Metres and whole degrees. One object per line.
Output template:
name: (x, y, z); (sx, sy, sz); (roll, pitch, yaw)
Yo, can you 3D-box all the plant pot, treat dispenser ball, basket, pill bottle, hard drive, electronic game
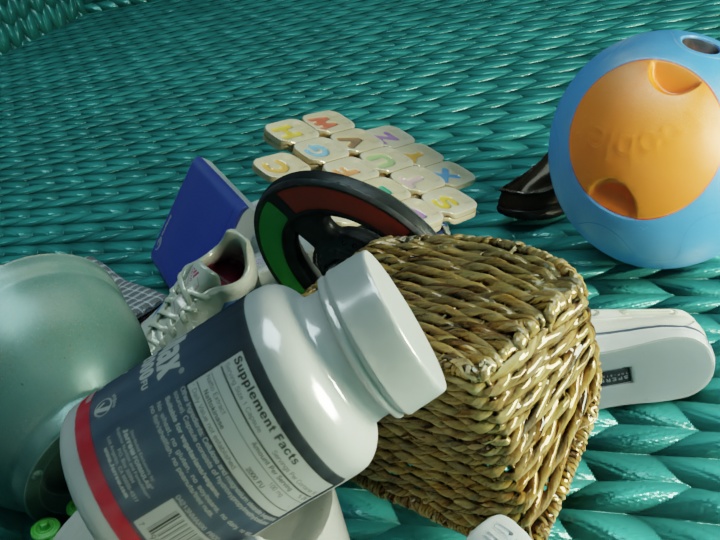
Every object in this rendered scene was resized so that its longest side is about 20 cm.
plant pot: (-0.238, 0.109, 0.848); (0.199, 0.202, 0.134); (-29, 54, -28)
treat dispenser ball: (0.263, -0.104, 0.945); (0.197, 0.204, 0.202); (-13, 24, 6)
basket: (0.067, 0.071, 0.743); (0.198, 0.151, 0.142); (11, 39, 46)
pill bottle: (-0.057, 0.079, 0.615); (0.198, 0.120, 0.120); (-32, 23, 7)
hard drive: (-0.172, -0.036, 1.175); (0.025, 0.134, 0.200); (22, 10, -28)
electronic game: (0.000, 0.000, 0.874); (0.197, 0.202, 0.042); (5, 47, 39)

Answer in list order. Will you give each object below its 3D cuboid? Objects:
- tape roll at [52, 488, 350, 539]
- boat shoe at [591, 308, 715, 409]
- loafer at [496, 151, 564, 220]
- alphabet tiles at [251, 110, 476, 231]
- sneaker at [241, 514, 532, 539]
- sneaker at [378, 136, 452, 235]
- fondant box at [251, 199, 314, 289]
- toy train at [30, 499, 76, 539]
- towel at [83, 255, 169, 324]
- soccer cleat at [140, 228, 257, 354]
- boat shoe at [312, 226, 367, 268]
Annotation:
tape roll: (-0.103, 0.193, 0.695); (0.199, 0.072, 0.203); (-13, 24, 6)
boat shoe: (0.159, 0.056, 0.822); (0.198, 0.076, 0.086); (-9, 25, 11)
loafer: (0.218, -0.116, 1.159); (0.198, 0.072, 0.072); (-30, 28, -29)
alphabet tiles: (0.007, -0.091, 0.979); (0.199, 0.015, 0.194); (36, 38, 31)
sneaker: (0.029, 0.182, 0.592); (0.197, 0.076, 0.115); (22, 31, 17)
sneaker: (0.043, -0.047, 1.031); (0.074, 0.089, 0.200); (-24, 52, -29)
fondant box: (-0.073, -0.029, 1.171); (0.142, 0.059, 0.200); (-23, 26, -16)
toy train: (-0.158, 0.169, 0.824); (0.199, 0.042, 0.056); (-31, 38, -31)
towel: (-0.284, 0.070, 1.056); (0.199, 0.087, 0.164); (-34, 30, -35)
soccer cleat: (-0.164, 0.041, 0.991); (0.069, 0.087, 0.201); (28, 56, 13)
boat shoe: (0.027, 0.009, 0.978); (0.198, 0.075, 0.060); (23, 20, 33)
